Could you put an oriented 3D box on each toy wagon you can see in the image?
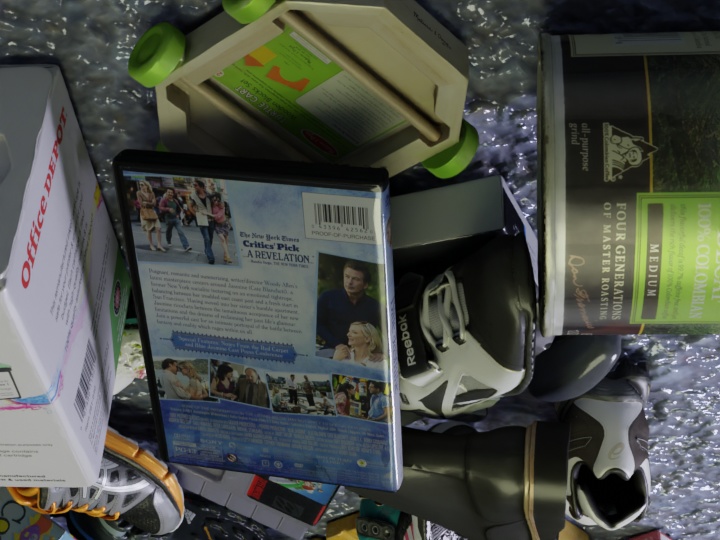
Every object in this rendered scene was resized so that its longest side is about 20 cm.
[{"bbox_3d":[-0.044,-0.079,0.729,0.200,0.040,0.155,-25,135,35],"label":"toy wagon"}]

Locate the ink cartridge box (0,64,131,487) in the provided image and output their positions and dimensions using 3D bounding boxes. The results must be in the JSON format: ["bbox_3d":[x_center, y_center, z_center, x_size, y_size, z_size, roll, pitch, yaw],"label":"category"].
[{"bbox_3d":[-0.191,0.007,0.769,0.084,0.145,0.200,0,145,5],"label":"ink cartridge box"}]

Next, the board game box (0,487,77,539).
[{"bbox_3d":[-0.254,0.253,1.110,0.103,0.105,0.200,28,160,29],"label":"board game box"}]

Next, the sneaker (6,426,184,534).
[{"bbox_3d":[-0.204,0.139,0.995,0.078,0.077,0.200,-1,145,46],"label":"sneaker"}]

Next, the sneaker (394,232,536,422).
[{"bbox_3d":[0.040,0.040,0.778,0.088,0.074,0.200,2,155,-10],"label":"sneaker"}]

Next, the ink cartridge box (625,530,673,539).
[{"bbox_3d":[0.199,0.293,1.203,0.200,0.068,0.116,-27,134,33],"label":"ink cartridge box"}]

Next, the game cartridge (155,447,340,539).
[{"bbox_3d":[-0.068,0.113,0.977,0.130,0.038,0.200,28,142,2],"label":"game cartridge"}]

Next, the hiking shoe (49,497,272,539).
[{"bbox_3d":[-0.143,0.219,1.136,0.200,0.074,0.087,40,139,-27],"label":"hiking shoe"}]

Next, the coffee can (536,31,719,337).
[{"bbox_3d":[0.184,-0.041,0.670,0.200,0.146,0.146,-1,144,6],"label":"coffee can"}]

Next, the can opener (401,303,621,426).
[{"bbox_3d":[0.076,0.064,0.893,0.053,0.067,0.200,31,136,-32],"label":"can opener"}]

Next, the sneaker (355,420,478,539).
[{"bbox_3d":[0.047,0.165,1.009,0.084,0.121,0.200,-28,129,-24],"label":"sneaker"}]

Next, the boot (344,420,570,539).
[{"bbox_3d":[0.057,0.139,0.888,0.138,0.077,0.200,4,148,7],"label":"boot"}]

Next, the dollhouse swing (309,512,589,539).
[{"bbox_3d":[0.073,0.295,1.125,0.200,0.176,0.182,-24,136,34],"label":"dollhouse swing"}]

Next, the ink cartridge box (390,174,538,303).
[{"bbox_3d":[0.000,0.000,0.825,0.200,0.039,0.099,-10,152,19],"label":"ink cartridge box"}]

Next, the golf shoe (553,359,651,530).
[{"bbox_3d":[0.157,0.143,0.976,0.078,0.095,0.200,-2,146,6],"label":"golf shoe"}]

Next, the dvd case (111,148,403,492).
[{"bbox_3d":[-0.051,0.030,0.758,0.143,0.018,0.200,6,124,14],"label":"dvd case"}]

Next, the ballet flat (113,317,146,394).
[{"bbox_3d":[-0.203,0.061,0.905,0.200,0.064,0.076,-1,176,5],"label":"ballet flat"}]
